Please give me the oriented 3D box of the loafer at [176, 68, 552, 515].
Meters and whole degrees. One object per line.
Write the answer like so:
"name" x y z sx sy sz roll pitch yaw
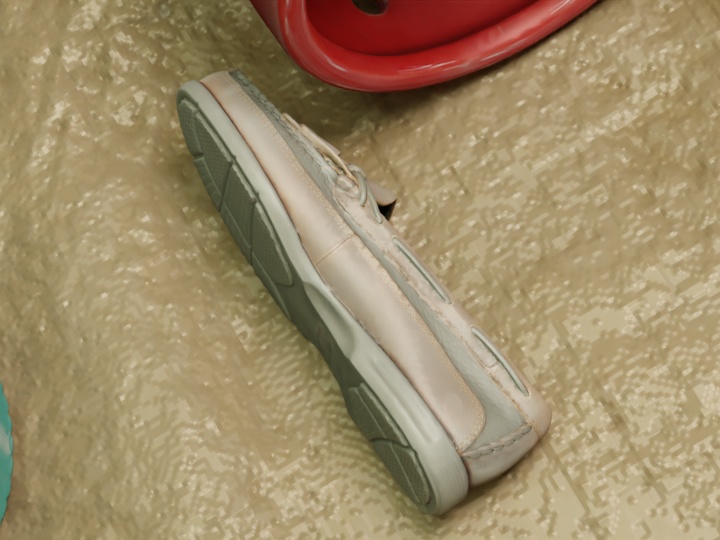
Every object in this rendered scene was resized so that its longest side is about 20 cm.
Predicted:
"loafer" 0.000 0.000 0.996 0.063 0.072 0.201 -28 74 -16

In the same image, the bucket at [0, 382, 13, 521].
"bucket" -0.238 0.065 0.983 0.206 0.135 0.209 -4 71 12

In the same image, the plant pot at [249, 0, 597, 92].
"plant pot" 0.016 -0.201 0.981 0.200 0.201 0.183 -31 66 1
